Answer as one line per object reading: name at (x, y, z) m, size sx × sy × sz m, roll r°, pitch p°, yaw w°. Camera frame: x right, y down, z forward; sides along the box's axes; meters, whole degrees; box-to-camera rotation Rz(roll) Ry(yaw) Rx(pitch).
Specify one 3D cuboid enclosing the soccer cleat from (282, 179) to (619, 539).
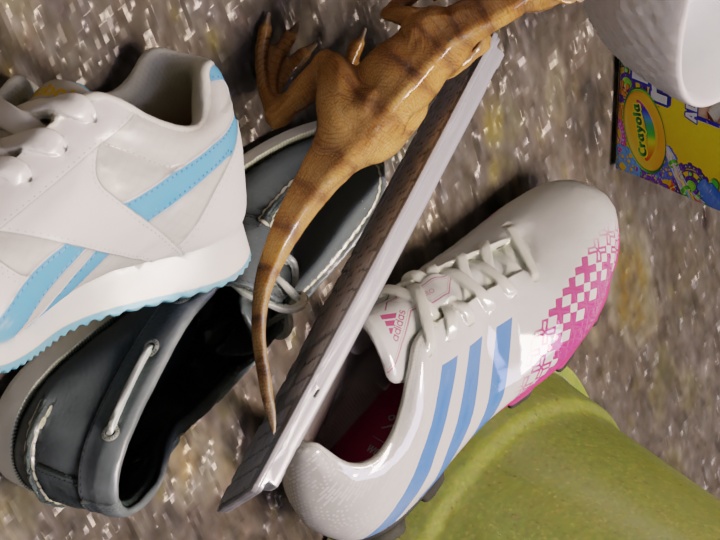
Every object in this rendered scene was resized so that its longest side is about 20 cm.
soccer cleat at (0.039, 0.025, 0.963) m, size 0.200 × 0.070 × 0.087 m, roll -50°, pitch 141°, yaw -19°

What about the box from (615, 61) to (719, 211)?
box at (0.252, -0.102, 1.049) m, size 0.199 × 0.192 × 0.123 m, roll -30°, pitch 131°, yaw -38°

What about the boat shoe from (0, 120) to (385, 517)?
boat shoe at (-0.048, 0.019, 0.862) m, size 0.200 × 0.062 × 0.073 m, roll -43°, pitch 136°, yaw -28°

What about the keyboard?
keyboard at (0.000, 0.000, 0.855) m, size 0.011 × 0.056 × 0.201 m, roll 33°, pitch 69°, yaw -13°

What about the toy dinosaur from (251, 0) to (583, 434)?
toy dinosaur at (-0.004, -0.053, 0.833) m, size 0.060 × 0.106 × 0.200 m, roll 40°, pitch 91°, yaw -31°

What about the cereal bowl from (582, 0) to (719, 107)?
cereal bowl at (0.141, -0.169, 0.878) m, size 0.200 × 0.083 × 0.201 m, roll -47°, pitch 157°, yaw -27°

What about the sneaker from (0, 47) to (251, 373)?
sneaker at (-0.117, -0.019, 0.758) m, size 0.199 × 0.076 × 0.082 m, roll -25°, pitch 119°, yaw -48°

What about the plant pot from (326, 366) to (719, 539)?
plant pot at (0.110, 0.160, 1.030) m, size 0.200 × 0.183 × 0.202 m, roll -28°, pitch 130°, yaw -39°
